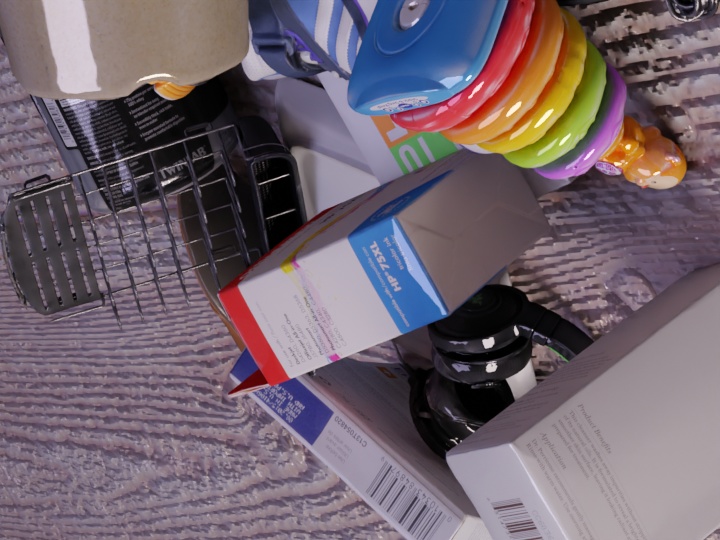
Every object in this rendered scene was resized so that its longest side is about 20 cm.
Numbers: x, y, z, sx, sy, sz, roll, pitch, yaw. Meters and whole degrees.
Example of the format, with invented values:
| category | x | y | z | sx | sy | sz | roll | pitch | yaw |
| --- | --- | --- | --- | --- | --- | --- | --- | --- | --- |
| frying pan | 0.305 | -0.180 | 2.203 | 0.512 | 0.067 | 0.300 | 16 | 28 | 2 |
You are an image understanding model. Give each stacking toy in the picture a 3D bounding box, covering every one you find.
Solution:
| category | x | y | z | sx | sy | sz | roll | pitch | yaw |
| --- | --- | --- | --- | --- | --- | --- | --- | --- | --- |
| stacking toy | 0.100 | -0.092 | 1.495 | 0.199 | 0.110 | 0.116 | 31 | 158 | -30 |

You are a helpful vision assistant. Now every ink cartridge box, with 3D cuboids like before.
| category | x | y | z | sx | sy | sz | roll | pitch | yaw |
| --- | --- | --- | --- | --- | --- | --- | --- | --- | --- |
| ink cartridge box | 0.000 | 0.000 | 1.635 | 0.199 | 0.116 | 0.068 | -23 | 101 | 44 |
| ink cartridge box | 0.035 | 0.121 | 1.812 | 0.199 | 0.041 | 0.200 | 40 | -168 | 28 |

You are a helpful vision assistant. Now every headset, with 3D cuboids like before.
| category | x | y | z | sx | sy | sz | roll | pitch | yaw |
| --- | --- | --- | --- | --- | --- | --- | --- | --- | --- |
| headset | 0.062 | 0.070 | 1.742 | 0.199 | 0.094 | 0.124 | 24 | 130 | 13 |

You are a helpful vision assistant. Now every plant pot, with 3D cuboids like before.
| category | x | y | z | sx | sy | sz | roll | pitch | yaw |
| --- | --- | --- | --- | --- | --- | --- | --- | --- | --- |
| plant pot | -0.136 | -0.197 | 1.524 | 0.200 | 0.200 | 0.185 | 17 | 119 | 51 |

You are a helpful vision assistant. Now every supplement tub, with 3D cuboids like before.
| category | x | y | z | sx | sy | sz | roll | pitch | yaw |
| --- | --- | --- | --- | --- | --- | --- | --- | --- | --- |
| supplement tub | -0.172 | -0.151 | 1.887 | 0.122 | 0.122 | 0.201 | 6 | 125 | 57 |

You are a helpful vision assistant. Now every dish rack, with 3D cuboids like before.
| category | x | y | z | sx | sy | sz | roll | pitch | yaw |
| --- | --- | --- | --- | --- | --- | --- | --- | --- | --- |
| dish rack | -0.136 | -0.022 | 1.850 | 0.154 | 0.199 | 0.055 | 81 | 170 | -52 |

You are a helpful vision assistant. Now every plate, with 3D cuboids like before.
| category | x | y | z | sx | sy | sz | roll | pitch | yaw |
| --- | --- | --- | --- | --- | --- | --- | --- | --- | --- |
| plate | 0.022 | -0.016 | 1.820 | 0.199 | 0.032 | 0.201 | 24 | 140 | 45 |

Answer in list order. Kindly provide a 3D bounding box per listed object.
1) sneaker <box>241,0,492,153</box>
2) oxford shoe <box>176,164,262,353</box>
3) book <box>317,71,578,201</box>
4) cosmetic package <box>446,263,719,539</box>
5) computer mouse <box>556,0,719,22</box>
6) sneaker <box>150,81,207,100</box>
| category | x | y | z | sx | sy | sz | roll | pitch | yaw |
| --- | --- | --- | --- | --- | --- | --- | --- | --- | --- |
| sneaker | 0.000 | -0.129 | 1.593 | 0.200 | 0.081 | 0.146 | 50 | 145 | 0 |
| oxford shoe | -0.086 | 0.011 | 1.994 | 0.071 | 0.071 | 0.201 | 16 | 135 | 59 |
| book | 0.038 | -0.123 | 1.643 | 0.133 | 0.048 | 0.201 | -25 | 99 | 48 |
| cosmetic package | 0.159 | 0.089 | 1.523 | 0.113 | 0.199 | 0.081 | 60 | 152 | -6 |
| computer mouse | 0.095 | -0.196 | 1.470 | 0.199 | 0.046 | 0.141 | 20 | 139 | 50 |
| sneaker | -0.121 | -0.202 | 1.648 | 0.077 | 0.078 | 0.201 | -18 | 115 | 19 |
